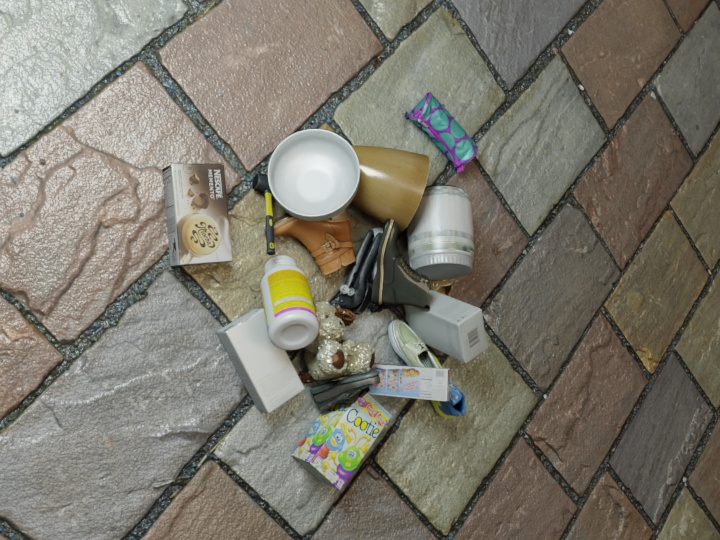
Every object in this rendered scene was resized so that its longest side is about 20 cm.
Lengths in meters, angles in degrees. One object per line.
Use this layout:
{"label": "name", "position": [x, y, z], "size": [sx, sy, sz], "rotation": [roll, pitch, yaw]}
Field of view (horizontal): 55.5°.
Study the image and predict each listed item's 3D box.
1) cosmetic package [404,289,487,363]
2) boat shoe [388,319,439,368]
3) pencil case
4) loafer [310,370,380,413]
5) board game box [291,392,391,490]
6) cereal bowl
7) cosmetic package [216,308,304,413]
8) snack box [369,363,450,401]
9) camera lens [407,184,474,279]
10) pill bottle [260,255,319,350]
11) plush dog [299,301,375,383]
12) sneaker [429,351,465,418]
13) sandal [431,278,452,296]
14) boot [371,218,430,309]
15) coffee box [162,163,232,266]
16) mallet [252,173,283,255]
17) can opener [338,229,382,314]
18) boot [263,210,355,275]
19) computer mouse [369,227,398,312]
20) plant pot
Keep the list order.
{"label": "cosmetic package", "position": [0.198, 0.125, 1.619], "size": [0.081, 0.199, 0.114], "rotation": [-29, 122, -26]}
{"label": "boat shoe", "position": [0.137, 0.197, 1.627], "size": [0.072, 0.062, 0.201], "rotation": [-17, 67, -39]}
{"label": "pencil case", "position": [0.208, -0.348, 1.725], "size": [0.200, 0.085, 0.093], "rotation": [42, 52, -22]}
{"label": "loafer", "position": [-0.027, 0.265, 1.492], "size": [0.072, 0.199, 0.064], "rotation": [-9, 80, -48]}
{"label": "board game box", "position": [-0.042, 0.368, 1.531], "size": [0.103, 0.105, 0.200], "rotation": [47, 66, -20]}
{"label": "cereal bowl", "position": [-0.099, -0.195, 1.470], "size": [0.198, 0.083, 0.202], "rotation": [1, 73, -2]}
{"label": "cosmetic package", "position": [-0.212, 0.192, 1.459], "size": [0.101, 0.074, 0.201], "rotation": [-30, 100, -28]}
{"label": "snack box", "position": [0.111, 0.257, 1.582], "size": [0.024, 0.198, 0.073], "rotation": [8, 83, -62]}
{"label": "camera lens", "position": [0.191, -0.093, 1.643], "size": [0.159, 0.160, 0.202], "rotation": [8, 71, -30]}
{"label": "pill bottle", "position": [-0.153, 0.061, 1.430], "size": [0.103, 0.105, 0.201], "rotation": [15, 37, -29]}
{"label": "plush dog", "position": [-0.077, 0.153, 1.523], "size": [0.199, 0.159, 0.174], "rotation": [13, 65, -57]}
{"label": "sneaker", "position": [0.203, 0.276, 1.680], "size": [0.076, 0.105, 0.201], "rotation": [-38, 107, -26]}
{"label": "sandal", "position": [0.209, 0.045, 1.715], "size": [0.077, 0.069, 0.214], "rotation": [-14, 95, -30]}
{"label": "boot", "position": [0.105, -0.012, 1.561], "size": [0.137, 0.078, 0.202], "rotation": [9, 114, 5]}
{"label": "coffee box", "position": [-0.333, -0.114, 1.396], "size": [0.112, 0.080, 0.202], "rotation": [-4, 90, -29]}
{"label": "mallet", "position": [-0.186, -0.119, 1.465], "size": [0.065, 0.041, 0.202], "rotation": [6, 58, -33]}
{"label": "can opener", "position": [0.000, 0.000, 1.601], "size": [0.079, 0.063, 0.202], "rotation": [30, 75, -64]}
{"label": "boot", "position": [-0.106, -0.062, 1.531], "size": [0.198, 0.074, 0.156], "rotation": [-19, 105, -17]}
{"label": "computer mouse", "position": [0.059, -0.005, 1.644], "size": [0.109, 0.044, 0.202], "rotation": [-11, 93, -29]}
{"label": "plant pot", "position": [0.033, -0.211, 1.576], "size": [0.198, 0.186, 0.188], "rotation": [20, 77, -12]}
